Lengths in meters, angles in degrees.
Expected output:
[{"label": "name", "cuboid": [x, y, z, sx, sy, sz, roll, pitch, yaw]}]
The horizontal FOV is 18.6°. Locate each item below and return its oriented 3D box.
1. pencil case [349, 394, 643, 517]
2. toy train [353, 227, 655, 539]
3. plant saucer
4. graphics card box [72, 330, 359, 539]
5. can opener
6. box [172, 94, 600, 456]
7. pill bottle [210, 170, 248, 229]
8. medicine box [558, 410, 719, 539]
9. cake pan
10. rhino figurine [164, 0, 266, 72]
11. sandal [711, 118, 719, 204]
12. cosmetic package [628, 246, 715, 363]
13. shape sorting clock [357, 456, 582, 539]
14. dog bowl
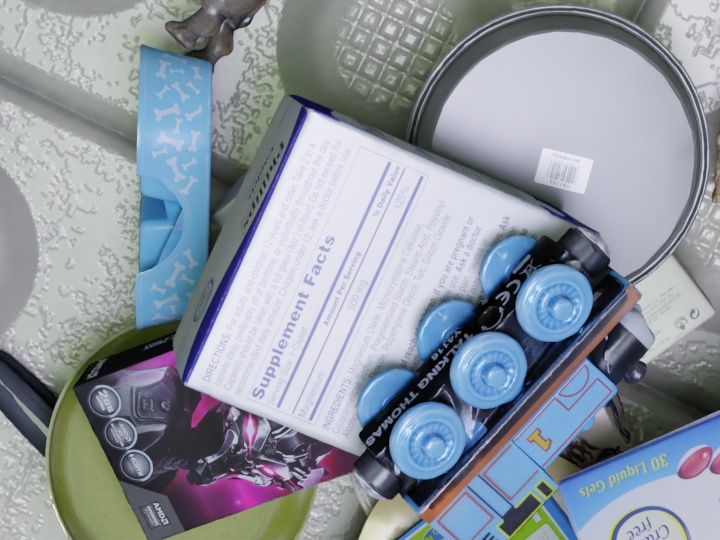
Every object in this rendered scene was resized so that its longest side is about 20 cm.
[{"label": "pencil case", "cuboid": [0.096, 0.129, 1.551, 0.200, 0.078, 0.089, -25, 121, 7]}, {"label": "toy train", "cuboid": [0.086, 0.069, 1.280, 0.200, 0.087, 0.114, -47, 116, 0]}, {"label": "plant saucer", "cuboid": [-0.126, 0.132, 1.545, 0.200, 0.031, 0.200, 3, 83, -21]}, {"label": "graphics card box", "cuboid": [-0.075, 0.090, 1.460, 0.200, 0.051, 0.126, -20, 105, 16]}, {"label": "can opener", "cuboid": [-0.202, 0.134, 1.565, 0.079, 0.063, 0.200, -41, 98, -4]}, {"label": "box", "cuboid": [0.012, 0.014, 1.349, 0.200, 0.105, 0.184, 23, 98, -14]}, {"label": "pill bottle", "cuboid": [0.000, 0.000, 1.504, 0.116, 0.116, 0.200, -44, 98, 10]}, {"label": "medicine box", "cuboid": [0.248, 0.198, 1.404, 0.182, 0.103, 0.200, -24, 70, 5]}, {"label": "cake pan", "cuboid": [0.129, -0.070, 1.421, 0.200, 0.037, 0.200, 0, 102, -1]}, {"label": "rhino figurine", "cuboid": [-0.144, -0.230, 1.480, 0.200, 0.060, 0.087, 44, 83, -7]}, {"label": "sandal", "cuboid": [0.276, -0.055, 1.504, 0.070, 0.078, 0.212, -32, 106, 2]}, {"label": "cosmetic package", "cuboid": [0.149, -0.037, 1.498, 0.071, 0.105, 0.200, -37, 101, 7]}, {"label": "shape sorting clock", "cuboid": [0.092, 0.216, 1.496, 0.200, 0.039, 0.200, 1, 83, -6]}, {"label": "dog bowl", "cuboid": [-0.126, -0.054, 1.485, 0.050, 0.112, 0.200, 2, 118, -5]}]
